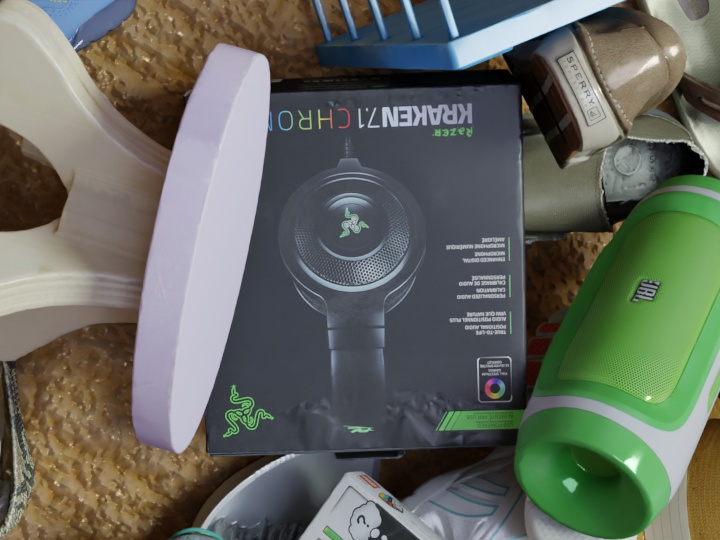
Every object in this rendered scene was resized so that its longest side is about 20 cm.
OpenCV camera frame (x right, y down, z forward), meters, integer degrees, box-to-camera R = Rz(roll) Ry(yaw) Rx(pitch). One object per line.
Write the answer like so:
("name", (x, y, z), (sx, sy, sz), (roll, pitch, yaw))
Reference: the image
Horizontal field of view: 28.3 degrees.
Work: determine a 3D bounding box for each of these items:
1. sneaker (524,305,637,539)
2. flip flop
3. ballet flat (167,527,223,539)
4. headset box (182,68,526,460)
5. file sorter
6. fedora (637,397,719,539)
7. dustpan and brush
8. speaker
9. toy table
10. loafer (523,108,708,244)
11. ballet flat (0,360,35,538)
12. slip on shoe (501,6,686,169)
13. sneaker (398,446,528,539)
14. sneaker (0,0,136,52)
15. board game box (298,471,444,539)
("sneaker", (0.123, 0.104, 0.808), (0.076, 0.201, 0.083), (8, 135, 12))
("flip flop", (0.224, -0.123, 0.856), (0.080, 0.058, 0.202), (-28, 106, 4))
("ballet flat", (-0.128, 0.222, 0.757), (0.073, 0.075, 0.201), (22, 119, -23))
("headset box", (0.000, 0.000, 0.762), (0.171, 0.093, 0.203), (-1, 102, 2))
("file sorter", (0.051, -0.182, 0.717), (0.137, 0.200, 0.124), (-24, 105, -14))
("fedora", (0.231, 0.155, 0.865), (0.200, 0.081, 0.204), (24, 59, -47))
("dustpan and brush", (-0.076, 0.165, 0.811), (0.197, 0.057, 0.142), (3, 100, -21))
("speaker", (0.151, 0.040, 0.749), (0.089, 0.088, 0.201), (52, 49, -21))
("toy table", (-0.116, -0.018, 0.640), (0.115, 0.184, 0.202), (16, 115, 3))
("loafer", (0.117, -0.057, 0.835), (0.197, 0.070, 0.076), (-15, 105, -17))
("ballet flat", (-0.205, 0.045, 0.730), (0.067, 0.075, 0.203), (-12, 104, -12))
("slip on shoe", (0.116, -0.099, 0.728), (0.060, 0.200, 0.077), (-28, 91, 3))
("sneaker", (0.076, 0.152, 0.836), (0.199, 0.080, 0.071), (-31, 154, -19))
("sneaker", (-0.207, -0.124, 0.699), (0.198, 0.074, 0.083), (-20, 101, -19))
("board game box", (-0.013, 0.229, 0.776), (0.126, 0.035, 0.201), (36, 96, 21))
